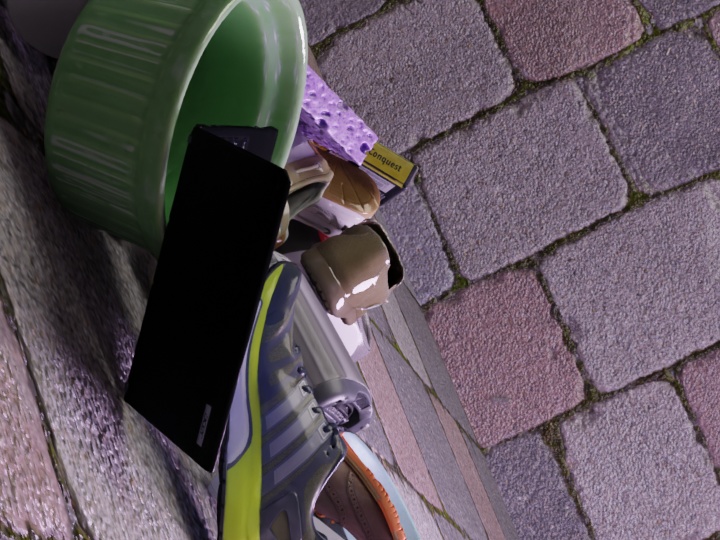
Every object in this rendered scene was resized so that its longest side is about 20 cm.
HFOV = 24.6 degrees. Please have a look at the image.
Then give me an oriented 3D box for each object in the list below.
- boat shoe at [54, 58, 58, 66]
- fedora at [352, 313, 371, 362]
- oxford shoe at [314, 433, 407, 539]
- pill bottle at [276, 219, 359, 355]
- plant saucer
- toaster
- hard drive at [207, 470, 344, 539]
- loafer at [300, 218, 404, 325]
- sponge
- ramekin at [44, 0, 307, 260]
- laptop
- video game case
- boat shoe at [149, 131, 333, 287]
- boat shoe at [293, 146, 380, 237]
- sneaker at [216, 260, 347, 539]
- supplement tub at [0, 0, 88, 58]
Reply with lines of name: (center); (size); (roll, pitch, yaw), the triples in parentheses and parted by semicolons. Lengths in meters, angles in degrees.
boat shoe: (-0.178, -0.119, 1.218); (0.202, 0.066, 0.072); (68, 7, 31)
fedora: (-0.047, 0.024, 1.656); (0.177, 0.090, 0.201); (38, 27, -78)
oxford shoe: (-0.023, 0.178, 1.331); (0.201, 0.073, 0.071); (59, -8, 4)
pill bottle: (-0.072, -0.008, 1.463); (0.114, 0.113, 0.201); (57, 10, -53)
plant saucer: (0.004, 0.234, 1.443); (0.201, 0.039, 0.201); (55, 16, -23)
toaster: (-0.068, 0.067, 1.211); (0.130, 0.113, 0.200); (63, 3, 15)
hard drive: (-0.024, 0.204, 1.179); (0.132, 0.027, 0.200); (35, -5, 22)
loafer: (0.000, 0.000, 1.315); (0.076, 0.067, 0.200); (64, 4, -3)
sponge: (-0.078, -0.160, 1.257); (0.111, 0.030, 0.200); (31, -8, 48)
ramekin: (-0.122, -0.106, 1.086); (0.200, 0.097, 0.201); (19, 90, -72)
laptop: (-0.072, 0.008, 1.016); (0.200, 0.103, 0.178); (-10, 118, -70)
video game case: (-0.042, -0.120, 1.478); (0.180, 0.026, 0.200); (31, -5, -4)
boat shoe: (-0.085, -0.042, 1.255); (0.068, 0.075, 0.200); (35, 50, 2)
boat shoe: (-0.084, -0.084, 1.393); (0.199, 0.069, 0.071); (31, 42, -7)
sneaker: (-0.048, 0.095, 1.062); (0.074, 0.080, 0.202); (175, -81, -81)
supplement tub: (-0.206, -0.261, 1.181); (0.145, 0.144, 0.201); (57, 10, -50)
